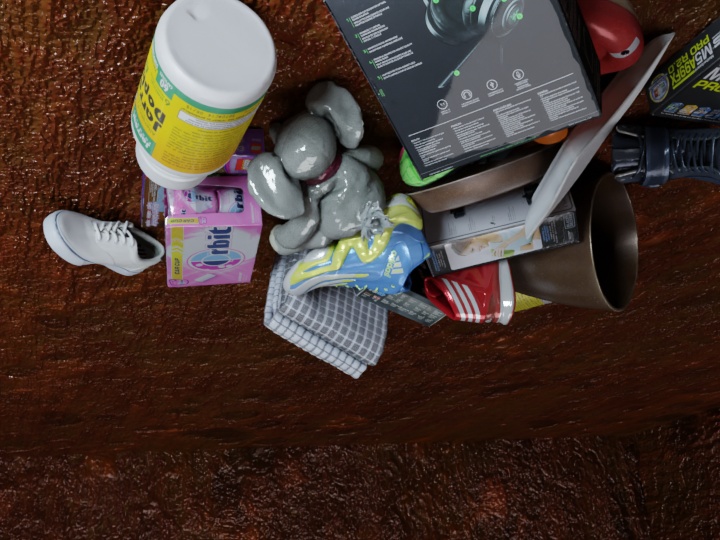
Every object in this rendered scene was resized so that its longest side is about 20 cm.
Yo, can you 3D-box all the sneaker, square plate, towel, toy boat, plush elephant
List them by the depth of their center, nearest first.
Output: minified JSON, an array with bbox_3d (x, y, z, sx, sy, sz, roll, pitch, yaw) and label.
[{"bbox_3d":[0.178,-0.186,0.812,0.197,0.134,0.129,-22,155,35],"label":"toy boat"},{"bbox_3d":[0.255,-0.148,0.929,0.028,0.199,0.201,36,161,10],"label":"square plate"},{"bbox_3d":[-0.051,-0.113,0.933,0.164,0.156,0.199,-42,-157,-11],"label":"plush elephant"},{"bbox_3d":[0.128,-0.145,0.982,0.197,0.079,0.083,-19,155,36],"label":"sneaker"},{"bbox_3d":[0.378,-0.136,0.991,0.142,0.079,0.202,3,-173,4],"label":"sneaker"},{"bbox_3d":[0.000,0.000,1.000,0.198,0.106,0.076,-33,-179,24],"label":"sneaker"},{"bbox_3d":[-0.341,-0.045,1.128,0.070,0.074,0.199,-23,164,16],"label":"sneaker"},{"bbox_3d":[0.141,-0.023,1.131,0.113,0.203,0.079,0,144,-8],"label":"sneaker"},{"bbox_3d":[-0.039,0.025,1.159,0.164,0.203,0.086,29,131,-21],"label":"towel"}]

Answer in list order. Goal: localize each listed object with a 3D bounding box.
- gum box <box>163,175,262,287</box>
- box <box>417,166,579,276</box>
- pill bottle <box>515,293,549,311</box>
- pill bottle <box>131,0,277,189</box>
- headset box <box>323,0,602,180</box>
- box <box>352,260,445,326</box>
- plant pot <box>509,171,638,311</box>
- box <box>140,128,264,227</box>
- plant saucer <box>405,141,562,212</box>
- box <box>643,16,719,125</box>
[{"bbox_3d":[-0.187,-0.047,1.038,0.111,0.068,0.201,-3,159,-14],"label":"gum box"},{"bbox_3d":[0.175,-0.075,1.090,0.196,0.118,0.061,-14,138,10],"label":"box"},{"bbox_3d":[0.239,0.011,1.357,0.196,0.115,0.112,-17,157,25],"label":"pill bottle"},{"bbox_3d":[-0.160,-0.161,0.806,0.110,0.115,0.200,4,157,-24],"label":"pill bottle"},{"bbox_3d":[0.087,-0.204,0.694,0.171,0.094,0.201,-17,125,27],"label":"headset box"},{"bbox_3d":[0.033,-0.018,1.155,0.046,0.161,0.199,-36,147,20],"label":"box"},{"bbox_3d":[0.272,-0.034,1.197,0.197,0.192,0.185,-4,164,37],"label":"plant pot"},{"bbox_3d":[-0.199,-0.110,1.026,0.134,0.040,0.200,0,158,-17],"label":"box"},{"bbox_3d":[0.150,-0.110,1.002,0.196,0.035,0.200,-18,-173,2],"label":"plant saucer"},{"bbox_3d":[0.443,-0.220,0.921,0.196,0.045,0.160,3,158,-23],"label":"box"}]
